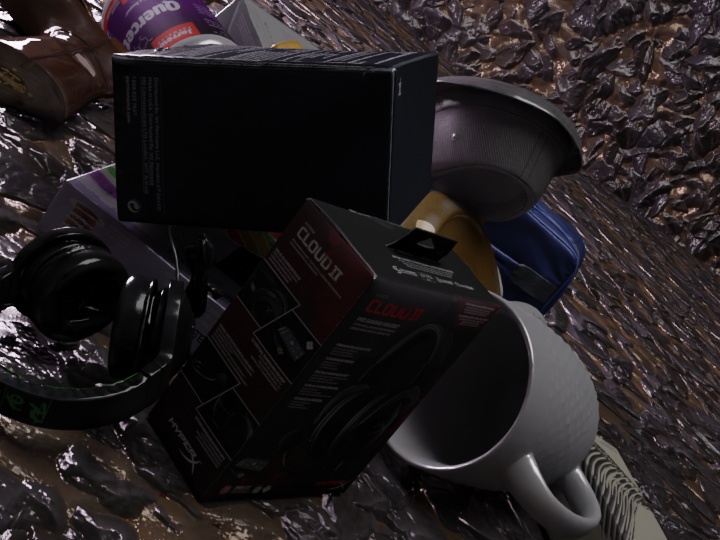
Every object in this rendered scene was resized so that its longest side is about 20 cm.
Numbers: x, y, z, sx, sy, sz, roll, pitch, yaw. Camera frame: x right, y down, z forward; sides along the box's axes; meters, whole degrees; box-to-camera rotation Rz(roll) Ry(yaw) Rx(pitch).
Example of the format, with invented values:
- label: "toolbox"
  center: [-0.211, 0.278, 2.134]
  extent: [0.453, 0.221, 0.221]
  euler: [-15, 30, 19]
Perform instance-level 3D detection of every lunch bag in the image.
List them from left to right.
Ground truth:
- label: "lunch bag"
  center: [0.172, -0.034, 1.345]
  extent: [0.200, 0.136, 0.132]
  euler: [39, 15, 6]

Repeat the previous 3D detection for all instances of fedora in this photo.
- label: "fedora"
  center: [0.116, -0.107, 1.055]
  extent: [0.177, 0.091, 0.199]
  euler: [35, -19, -35]

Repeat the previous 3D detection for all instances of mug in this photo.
- label: "mug"
  center: [0.127, 0.127, 0.883]
  extent: [0.175, 0.148, 0.201]
  euler: [28, 26, -49]

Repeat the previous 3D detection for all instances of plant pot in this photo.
- label: "plant pot"
  center: [0.087, 0.026, 1.011]
  extent: [0.200, 0.027, 0.201]
  euler: [10, 79, -58]

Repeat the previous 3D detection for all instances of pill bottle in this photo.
- label: "pill bottle"
  center: [-0.186, -0.219, 1.129]
  extent: [0.112, 0.113, 0.200]
  euler: [18, 27, -47]

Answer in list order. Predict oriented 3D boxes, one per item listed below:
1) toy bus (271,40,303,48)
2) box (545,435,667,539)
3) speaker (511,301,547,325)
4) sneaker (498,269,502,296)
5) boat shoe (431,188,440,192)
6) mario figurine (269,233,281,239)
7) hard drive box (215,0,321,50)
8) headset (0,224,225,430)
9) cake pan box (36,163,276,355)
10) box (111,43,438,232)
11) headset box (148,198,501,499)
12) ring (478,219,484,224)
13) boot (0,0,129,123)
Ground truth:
- label: "toy bus"
  center: [-0.033, -0.140, 1.085]
  extent: [0.065, 0.078, 0.201]
  euler: [-19, 79, -43]
- label: "box"
  center: [0.207, 0.220, 0.930]
  extent: [0.082, 0.068, 0.200]
  euler: [31, 19, -26]
- label: "speaker"
  center: [0.160, 0.103, 1.098]
  extent: [0.081, 0.081, 0.200]
  euler: [36, 18, -10]
- label: "sneaker"
  center: [0.091, 0.011, 1.226]
  extent: [0.199, 0.074, 0.088]
  euler: [21, 45, -41]
- label: "boat shoe"
  center: [0.081, 0.002, 1.088]
  extent: [0.200, 0.070, 0.064]
  euler: [67, 6, -46]
- label: "mario figurine"
  center: [-0.106, -0.103, 1.016]
  extent: [0.199, 0.106, 0.124]
  euler: [25, 48, -21]
- label: "hard drive box"
  center: [-0.080, -0.197, 1.249]
  extent: [0.200, 0.077, 0.157]
  euler: [24, 40, -54]
- label: "headset"
  center: [-0.151, 0.033, 0.662]
  extent: [0.123, 0.094, 0.200]
  euler: [27, 38, 16]
- label: "cake pan box"
  center: [-0.126, -0.007, 0.851]
  extent: [0.200, 0.052, 0.184]
  euler: [40, 20, 2]
- label: "box"
  center: [-0.053, -0.103, 0.813]
  extent: [0.197, 0.124, 0.200]
  euler: [4, 15, 12]
- label: "headset box"
  center: [-0.015, 0.049, 0.695]
  extent: [0.149, 0.200, 0.077]
  euler: [14, 31, -54]
- label: "ring"
  center: [0.038, -0.071, 1.206]
  extent: [0.199, 0.019, 0.200]
  euler: [15, -11, 3]
- label: "boot"
  center: [-0.302, -0.210, 0.982]
  extent: [0.186, 0.064, 0.200]
  euler: [37, 23, -1]
